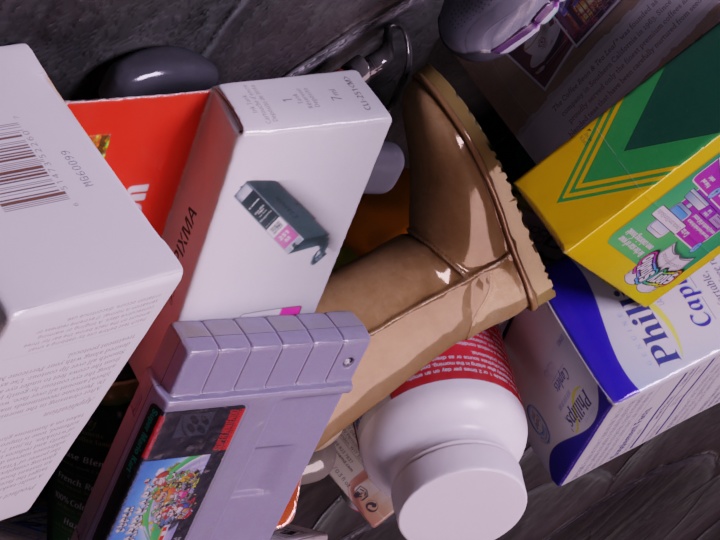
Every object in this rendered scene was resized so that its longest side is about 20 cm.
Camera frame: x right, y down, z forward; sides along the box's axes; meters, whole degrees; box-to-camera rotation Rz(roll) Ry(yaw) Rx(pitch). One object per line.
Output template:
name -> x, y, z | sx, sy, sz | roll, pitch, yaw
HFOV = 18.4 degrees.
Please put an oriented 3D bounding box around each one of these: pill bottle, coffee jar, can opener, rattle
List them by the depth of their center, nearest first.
can opener -> -0.056, -0.080, 1.196 | 0.199, 0.053, 0.067 | 0, 129, -40
coffee jar -> -0.139, 0.094, 1.319 | 0.104, 0.085, 0.201 | -34, 132, -47
rattle -> -0.029, 0.047, 1.440 | 0.143, 0.129, 0.201 | -66, 158, -59
pill bottle -> 0.047, 0.080, 1.460 | 0.112, 0.201, 0.113 | -7, 137, -7

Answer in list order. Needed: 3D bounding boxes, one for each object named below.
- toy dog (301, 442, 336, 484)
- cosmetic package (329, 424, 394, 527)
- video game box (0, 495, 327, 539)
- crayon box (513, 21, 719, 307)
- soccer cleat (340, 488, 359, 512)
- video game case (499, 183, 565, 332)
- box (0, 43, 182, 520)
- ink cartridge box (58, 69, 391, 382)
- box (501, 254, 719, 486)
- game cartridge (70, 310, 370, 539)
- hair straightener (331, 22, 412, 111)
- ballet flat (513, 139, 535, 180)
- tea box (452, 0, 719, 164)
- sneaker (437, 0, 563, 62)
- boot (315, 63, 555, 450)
toy dog -> -0.113, 0.109, 1.501 | 0.200, 0.131, 0.097 | -17, 114, -51
cosmetic package -> 0.064, 0.099, 1.726 | 0.200, 0.087, 0.103 | -40, 179, 10
video game box -> -0.153, 0.190, 1.489 | 0.182, 0.199, 0.047 | -1, 98, -54
crayon box -> 0.195, -0.064, 1.283 | 0.172, 0.058, 0.200 | -37, 160, 10
soccer cleat -> 0.063, 0.125, 1.862 | 0.199, 0.070, 0.087 | -32, 143, -17
video game case -> 0.073, 0.020, 1.570 | 0.180, 0.026, 0.200 | 20, 127, -29
box -> -0.201, 0.016, 1.071 | 0.106, 0.153, 0.200 | -15, 152, -45
ink cartridge box -> -0.092, -0.011, 1.163 | 0.173, 0.044, 0.201 | -10, 140, -33
box -> 0.204, 0.034, 1.481 | 0.199, 0.105, 0.184 | -26, 163, -16
game cartridge -> -0.084, 0.109, 1.243 | 0.129, 0.038, 0.201 | -7, 135, -41
hair straightener -> -0.049, -0.074, 1.295 | 0.200, 0.041, 0.077 | -40, 160, -4
ballet flat -> 0.144, -0.069, 1.575 | 0.070, 0.071, 0.200 | -30, 158, -16
tea box -> 0.196, -0.157, 1.353 | 0.196, 0.134, 0.200 | -5, 144, -53
sneaker -> 0.094, -0.207, 1.198 | 0.200, 0.074, 0.087 | -53, 146, 13
boot -> 0.000, 0.000, 1.305 | 0.199, 0.176, 0.066 | -29, -162, -7
